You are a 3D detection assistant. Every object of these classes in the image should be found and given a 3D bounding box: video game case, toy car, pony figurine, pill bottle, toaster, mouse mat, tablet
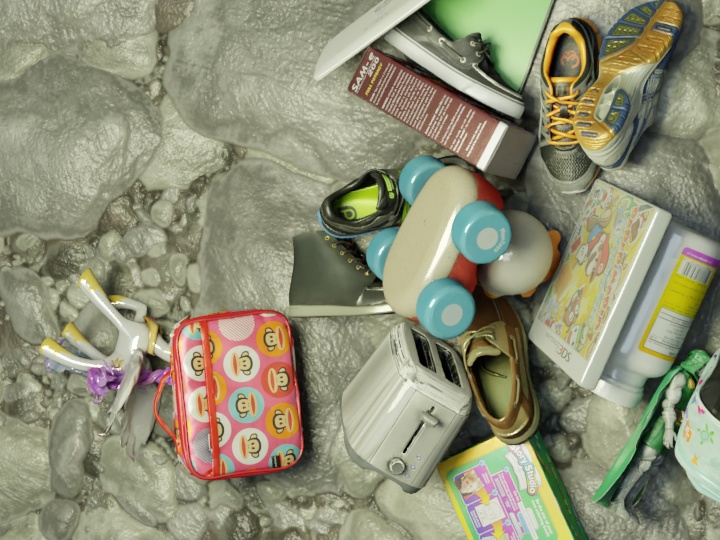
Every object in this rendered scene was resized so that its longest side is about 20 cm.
[{"bbox_3d":[0.254,0.010,1.467,0.023,0.182,0.202,21,99,-15],"label":"video game case"},{"bbox_3d":[0.140,-0.009,1.512,0.178,0.198,0.184,-65,28,13],"label":"toy car"},{"bbox_3d":[-0.296,0.119,1.699,0.198,0.167,0.194,26,75,10],"label":"pony figurine"},{"bbox_3d":[0.309,0.044,1.473,0.104,0.104,0.202,27,99,20],"label":"pill bottle"},{"bbox_3d":[0.052,0.149,1.546,0.113,0.200,0.130,31,106,-14],"label":"toaster"},{"bbox_3d":[0.150,-0.319,1.595,0.160,0.008,0.202,23,99,21],"label":"mouse mat"},{"bbox_3d":[0.029,-0.300,1.583,0.199,0.131,0.014,-33,110,21],"label":"tablet"}]

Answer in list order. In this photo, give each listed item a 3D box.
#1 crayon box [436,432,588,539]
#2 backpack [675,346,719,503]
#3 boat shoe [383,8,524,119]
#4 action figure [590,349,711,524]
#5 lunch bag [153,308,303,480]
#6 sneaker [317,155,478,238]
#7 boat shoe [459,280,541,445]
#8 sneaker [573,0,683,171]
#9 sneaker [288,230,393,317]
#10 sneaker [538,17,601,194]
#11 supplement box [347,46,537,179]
[{"bbox_3d":[0.182,0.286,1.546,0.118,0.058,0.202,-27,79,19],"label":"crayon box"},{"bbox_3d":[0.415,0.168,1.379,0.176,0.200,0.152,26,119,19],"label":"backpack"},{"bbox_3d":[0.118,-0.250,1.573,0.199,0.070,0.067,38,105,26],"label":"boat shoe"},{"bbox_3d":[0.327,0.176,1.473,0.054,0.118,0.202,26,89,28],"label":"action figure"},{"bbox_3d":[-0.164,0.150,1.637,0.174,0.082,0.203,-6,87,-16],"label":"lunch bag"},{"bbox_3d":[0.045,-0.086,1.583,0.197,0.083,0.072,-16,81,1],"label":"sneaker"},{"bbox_3d":[0.151,0.096,1.527,0.075,0.074,0.202,-28,57,17],"label":"boat shoe"},{"bbox_3d":[0.300,-0.205,1.502,0.075,0.088,0.201,23,75,36],"label":"sneaker"},{"bbox_3d":[0.000,0.000,1.616,0.198,0.075,0.108,-3,88,23],"label":"sneaker"},{"bbox_3d":[0.231,-0.187,1.523,0.077,0.077,0.203,-2,90,21],"label":"sneaker"},{"bbox_3d":[0.094,-0.181,1.554,0.199,0.109,0.061,32,102,23],"label":"supplement box"}]
